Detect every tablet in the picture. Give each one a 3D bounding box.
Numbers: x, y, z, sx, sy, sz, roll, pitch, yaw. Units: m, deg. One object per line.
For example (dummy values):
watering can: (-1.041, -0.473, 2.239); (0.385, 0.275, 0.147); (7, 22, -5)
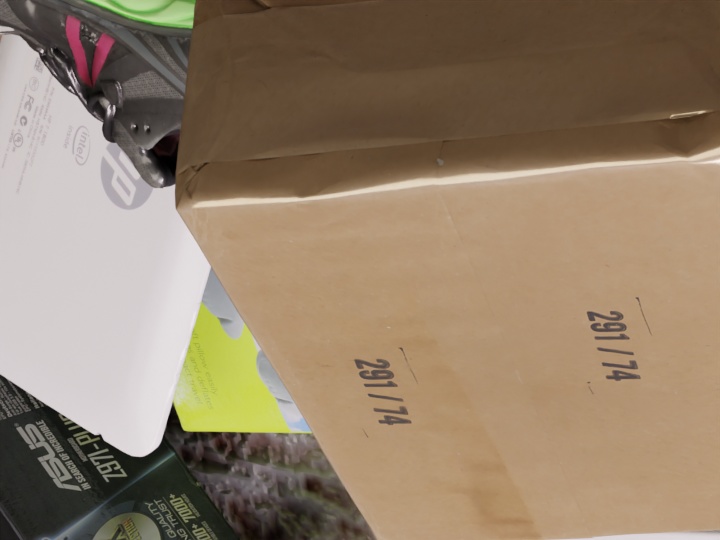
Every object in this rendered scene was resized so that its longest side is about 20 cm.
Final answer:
tablet: (-0.097, -0.045, 1.113); (0.130, 0.014, 0.201); (29, 111, 34)

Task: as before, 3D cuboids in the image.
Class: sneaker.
sneaker: (-0.082, -0.073, 1.042); (0.200, 0.077, 0.084); (19, 111, 38)

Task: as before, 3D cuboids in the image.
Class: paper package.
paper package: (0.062, -0.011, 0.917); (0.190, 0.104, 0.200); (-5, 144, 21)

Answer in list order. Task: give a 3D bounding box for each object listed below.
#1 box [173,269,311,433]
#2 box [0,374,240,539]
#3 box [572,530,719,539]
box: (0.000, 0.000, 1.100); (0.200, 0.048, 0.122); (-2, 115, 40)
box: (-0.143, 0.115, 1.218); (0.200, 0.086, 0.164); (52, 139, 28)
box: (0.113, 0.149, 1.112); (0.200, 0.036, 0.145); (1, 117, 40)
